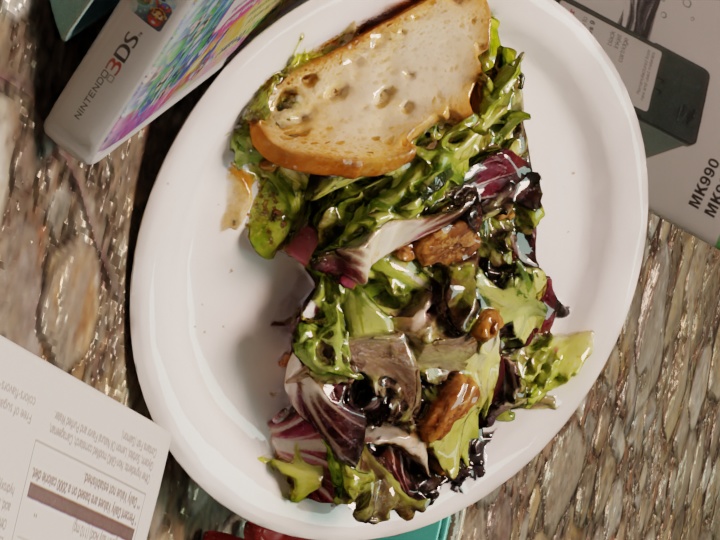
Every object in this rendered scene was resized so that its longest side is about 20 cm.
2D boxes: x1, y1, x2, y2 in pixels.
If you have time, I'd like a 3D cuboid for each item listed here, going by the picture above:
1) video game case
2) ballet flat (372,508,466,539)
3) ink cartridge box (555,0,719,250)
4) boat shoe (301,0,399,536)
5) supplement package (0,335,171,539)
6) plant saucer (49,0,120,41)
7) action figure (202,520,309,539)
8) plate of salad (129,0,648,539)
[{"bbox_3d":[-0.005,-0.133,0.890,0.182,0.024,0.200,-53,177,31],"label":"video game case"},{"bbox_3d":[0.014,0.054,1.121,0.062,0.067,0.201,-26,125,-79],"label":"ballet flat"},{"bbox_3d":[0.122,-0.103,1.098,0.084,0.199,0.146,-40,155,-61],"label":"ink cartridge box"},{"bbox_3d":[-0.001,0.001,1.038,0.074,0.068,0.200,-34,132,-65],"label":"boat shoe"},{"bbox_3d":[-0.147,0.097,0.523,0.151,0.151,0.201,41,61,-70],"label":"supplement package"},{"bbox_3d":[-0.034,-0.129,0.901,0.070,0.019,0.200,-52,177,33],"label":"plant saucer"},{"bbox_3d":[-0.045,0.193,1.050,0.065,0.051,0.201,-9,110,-74],"label":"action figure"},{"bbox_3d":[0.018,0.000,0.976,0.199,0.048,0.201,-12,114,-28],"label":"plate of salad"}]
